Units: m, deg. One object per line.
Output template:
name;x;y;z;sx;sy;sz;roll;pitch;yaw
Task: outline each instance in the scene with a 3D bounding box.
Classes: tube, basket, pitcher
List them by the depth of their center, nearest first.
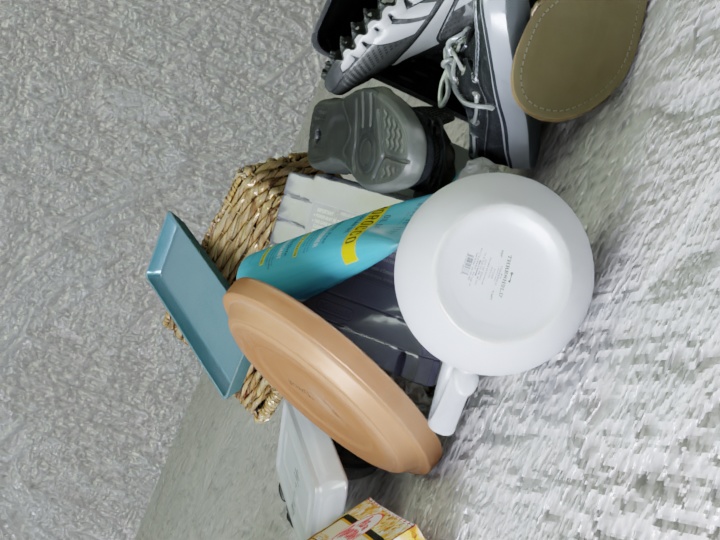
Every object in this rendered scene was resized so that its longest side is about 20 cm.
pitcher;0.076;0.027;0.877;0.200;0.120;0.173;31;-109;-89
tube;-0.015;-0.013;1.014;0.199;0.051;0.078;-21;23;47
basket;-0.058;0.014;1.250;0.142;0.149;0.201;-18;-35;-53

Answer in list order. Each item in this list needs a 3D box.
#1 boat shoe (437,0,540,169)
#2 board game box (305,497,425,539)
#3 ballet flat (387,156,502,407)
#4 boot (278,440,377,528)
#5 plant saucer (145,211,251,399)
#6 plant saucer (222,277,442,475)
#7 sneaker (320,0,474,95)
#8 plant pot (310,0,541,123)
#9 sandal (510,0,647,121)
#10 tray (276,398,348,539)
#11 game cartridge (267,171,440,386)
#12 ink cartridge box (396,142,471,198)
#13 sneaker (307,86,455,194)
boat shoe;0.093;-0.146;1.025;0.200;0.067;0.074;66;-148;-62
board game box;-0.050;0.235;0.941;0.199;0.047;0.151;-32;4;-10
ballet flat;0.077;0.016;1.063;0.072;0.071;0.201;-109;41;-76
boot;-0.027;0.182;1.240;0.200;0.069;0.133;-117;39;-75
plant saucer;-0.135;0.026;1.182;0.200;0.019;0.070;49;124;49
plant saucer;-0.026;0.084;1.019;0.032;0.200;0.200;-48;4;-16
sneaker;0.060;-0.191;1.071;0.200;0.091;0.067;-41;13;13
plant pot;0.093;-0.240;1.185;0.177;0.198;0.201;-59;-7;-81
sandal;0.160;-0.180;0.993;0.213;0.077;0.070;-62;5;-20
tray;-0.045;0.172;1.145;0.200;0.022;0.108;-119;33;-65
game cartridge;0.000;0.000;1.072;0.199;0.038;0.131;19;90;46
ink cartridge box;0.033;-0.006;1.245;0.147;0.083;0.201;131;160;-60
sneaker;0.038;-0.097;1.054;0.199;0.113;0.077;-164;78;-72
